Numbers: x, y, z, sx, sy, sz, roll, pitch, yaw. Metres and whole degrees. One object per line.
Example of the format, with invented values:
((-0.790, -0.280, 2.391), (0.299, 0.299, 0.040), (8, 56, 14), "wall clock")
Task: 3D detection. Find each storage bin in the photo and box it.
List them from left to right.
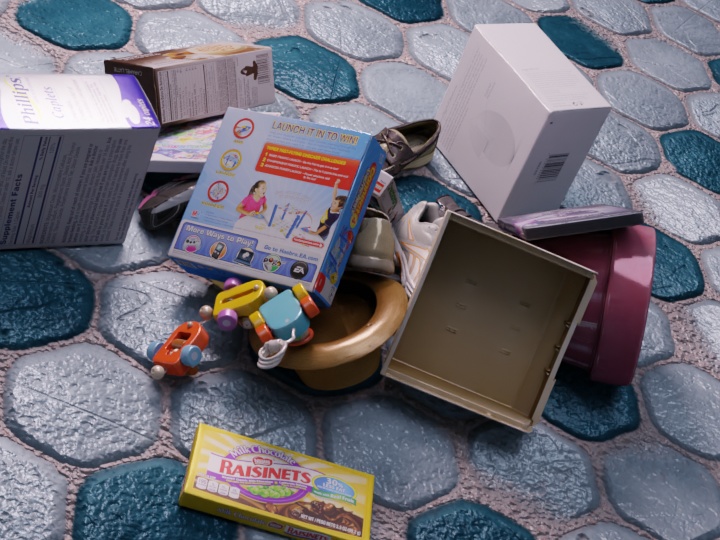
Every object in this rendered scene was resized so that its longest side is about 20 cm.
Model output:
((0.150, 0.059, 1.636), (0.198, 0.201, 0.094), (22, 4, -2), "storage bin")

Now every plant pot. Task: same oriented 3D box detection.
((0.264, 0.032, 1.764), (0.178, 0.201, 0.200), (9, 37, 7), "plant pot")

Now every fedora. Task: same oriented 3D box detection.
((-0.031, 0.077, 1.602), (0.199, 0.082, 0.201), (-10, 28, 6), "fedora")

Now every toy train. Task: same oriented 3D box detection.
((-0.129, 0.076, 1.523), (0.199, 0.056, 0.151), (0, 44, 38), "toy train")

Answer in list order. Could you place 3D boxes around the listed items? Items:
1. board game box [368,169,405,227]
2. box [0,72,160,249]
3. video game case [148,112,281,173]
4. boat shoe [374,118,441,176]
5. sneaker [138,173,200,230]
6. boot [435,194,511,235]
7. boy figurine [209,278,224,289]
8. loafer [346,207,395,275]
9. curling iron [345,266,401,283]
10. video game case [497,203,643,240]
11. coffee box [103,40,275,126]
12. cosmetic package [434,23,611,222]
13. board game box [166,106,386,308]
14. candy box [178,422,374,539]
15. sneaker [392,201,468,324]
((-0.009, -0.111, 1.793), (0.126, 0.200, 0.035), (34, 83, 12), "board game box")
((-0.354, -0.125, 1.606), (0.199, 0.184, 0.105), (-4, 47, -32), "box")
((-0.199, -0.165, 1.798), (0.142, 0.018, 0.200), (3, 24, 17), "video game case")
((0.040, -0.169, 1.965), (0.073, 0.065, 0.200), (39, 40, 17), "boat shoe")
((-0.171, -0.081, 1.742), (0.199, 0.087, 0.080), (-21, 16, -19), "sneaker")
((0.123, -0.025, 1.851), (0.131, 0.070, 0.200), (28, 27, 9), "boot")
((-0.110, -0.043, 1.709), (0.064, 0.125, 0.200), (20, 58, 30), "boy figurine")
((0.001, -0.043, 1.683), (0.075, 0.069, 0.200), (13, 7, -21), "loafer")
((0.000, 0.000, 1.743), (0.199, 0.026, 0.050), (12, 13, -33), "curling iron")
((0.256, -0.061, 1.751), (0.142, 0.019, 0.200), (-8, 7, -3), "video game case")
((-0.225, -0.250, 1.875), (0.199, 0.080, 0.114), (-18, 22, -41), "coffee box")
((0.221, -0.212, 2.002), (0.122, 0.200, 0.200), (-9, 49, -35), "cosmetic package")
((-0.095, -0.075, 1.618), (0.199, 0.056, 0.197), (14, 74, 26), "board game box")
((-0.084, 0.227, 1.466), (0.199, 0.027, 0.102), (18, 35, -9), "candy box")
((0.093, -0.015, 1.751), (0.075, 0.092, 0.200), (20, 27, -39), "sneaker")
